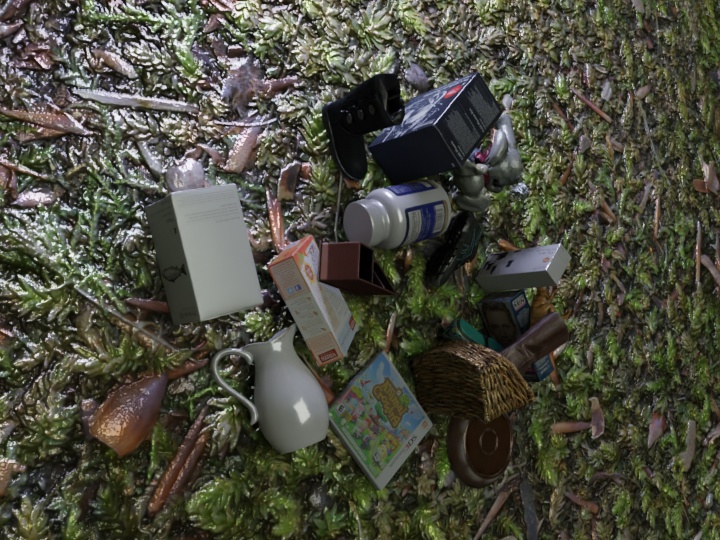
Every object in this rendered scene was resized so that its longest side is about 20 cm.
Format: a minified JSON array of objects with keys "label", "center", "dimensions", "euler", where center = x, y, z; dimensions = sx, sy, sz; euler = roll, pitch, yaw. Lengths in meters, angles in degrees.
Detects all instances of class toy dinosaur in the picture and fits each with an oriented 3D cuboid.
[{"label":"toy dinosaur","center":[0.389,0.097,1.536],"dimensions":[0.106,0.060,0.201],"euler":[21,73,0]}]

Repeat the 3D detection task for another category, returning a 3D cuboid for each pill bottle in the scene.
[{"label":"pill bottle","center":[0.070,-0.106,1.396],"dimensions":[0.200,0.120,0.120],"euler":[-15,93,-37]}]

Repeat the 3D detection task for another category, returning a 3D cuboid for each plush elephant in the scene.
[{"label":"plush elephant","center":[0.265,-0.219,1.552],"dimensions":[0.154,0.165,0.200],"euler":[-6,49,-3]}]

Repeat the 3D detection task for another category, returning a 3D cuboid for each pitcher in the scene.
[{"label":"pitcher","center":[-0.151,0.209,1.202],"dimensions":[0.171,0.121,0.201],"euler":[-17,84,-22]}]

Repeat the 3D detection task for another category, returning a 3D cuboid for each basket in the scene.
[{"label":"basket","center":[0.222,0.206,1.417],"dimensions":[0.149,0.200,0.143],"euler":[-14,97,-36]}]

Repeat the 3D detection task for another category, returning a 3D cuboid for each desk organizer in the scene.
[{"label":"desk organizer","center":[0.000,0.000,1.299],"dimensions":[0.200,0.077,0.072],"euler":[24,67,-65]}]

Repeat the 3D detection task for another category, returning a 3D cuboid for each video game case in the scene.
[{"label":"video game case","center":[0.038,0.290,1.382],"dimensions":[0.182,0.022,0.200],"euler":[-44,110,-32]}]

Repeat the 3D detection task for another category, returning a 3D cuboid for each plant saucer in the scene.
[{"label":"plant saucer","center":[0.270,0.370,1.541],"dimensions":[0.200,0.032,0.201],"euler":[6,81,-37]}]

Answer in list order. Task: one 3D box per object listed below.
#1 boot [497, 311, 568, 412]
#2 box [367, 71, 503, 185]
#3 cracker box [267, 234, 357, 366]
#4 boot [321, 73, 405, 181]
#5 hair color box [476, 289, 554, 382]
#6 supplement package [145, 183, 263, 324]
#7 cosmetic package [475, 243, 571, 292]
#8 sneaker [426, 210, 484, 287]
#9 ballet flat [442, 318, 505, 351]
[{"label":"boot","center":[0.368,0.192,1.503],"dimensions":[0.200,0.064,0.187],"euler":[-36,134,-8]},{"label":"box","center":[0.149,-0.281,1.427],"dimensions":[0.104,0.200,0.182],"euler":[51,58,-22]},{"label":"cracker box","center":[-0.081,0.051,1.260],"dimensions":[0.200,0.058,0.134],"euler":[63,16,-11]},{"label":"boot","center":[0.018,-0.262,1.325],"dimensions":[0.066,0.200,0.165],"euler":[-31,103,-35]},{"label":"hair color box","center":[0.344,0.147,1.581],"dimensions":[0.060,0.100,0.201],"euler":[-30,101,-35]},{"label":"supplement package","center":[-0.252,-0.025,1.145],"dimensions":[0.117,0.117,0.201],"euler":[-15,92,-38]},{"label":"cosmetic package","center":[0.349,-0.004,1.541],"dimensions":[0.051,0.200,0.083],"euler":[47,59,-24]},{"label":"sneaker","center":[0.211,-0.036,1.521],"dimensions":[0.079,0.075,0.200],"euler":[46,60,-26]},{"label":"ballet flat","center":[0.254,0.171,1.534],"dimensions":[0.200,0.074,0.074],"euler":[38,64,-23]}]
